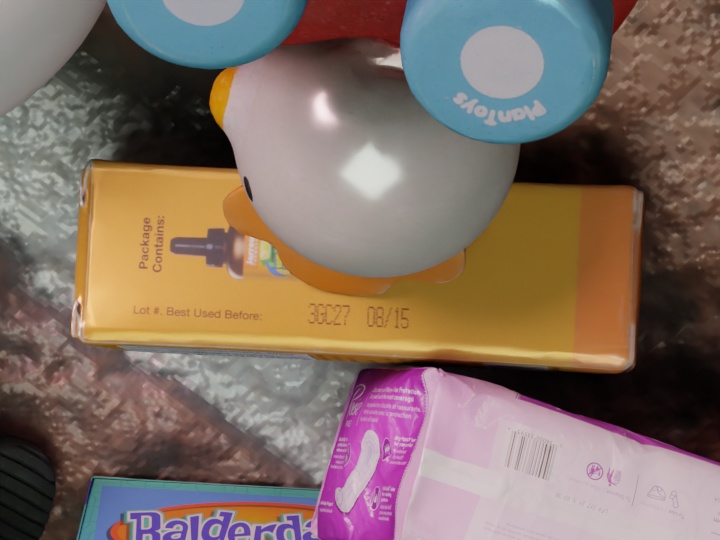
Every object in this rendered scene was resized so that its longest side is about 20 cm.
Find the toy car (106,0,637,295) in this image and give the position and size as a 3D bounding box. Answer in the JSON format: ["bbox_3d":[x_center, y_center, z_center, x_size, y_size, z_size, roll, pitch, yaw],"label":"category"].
[{"bbox_3d":[-0.008,-0.069,0.950,0.176,0.184,0.200,14,126,-3],"label":"toy car"}]

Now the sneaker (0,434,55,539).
[{"bbox_3d":[-0.210,0.125,1.163,0.200,0.089,0.074,-44,138,3],"label":"sneaker"}]

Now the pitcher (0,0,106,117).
[{"bbox_3d":[-0.182,-0.103,0.984,0.171,0.121,0.200,30,131,-17],"label":"pitcher"}]

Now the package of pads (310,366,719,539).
[{"bbox_3d":[0.091,0.096,1.068,0.200,0.120,0.076,19,83,-14],"label":"package of pads"}]

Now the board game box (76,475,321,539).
[{"bbox_3d":[-0.041,0.156,1.088,0.152,0.200,0.045,3,124,4],"label":"board game box"}]

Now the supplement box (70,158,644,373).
[{"bbox_3d":[0.000,0.000,1.052,0.199,0.069,0.067,3,86,2],"label":"supplement box"}]
